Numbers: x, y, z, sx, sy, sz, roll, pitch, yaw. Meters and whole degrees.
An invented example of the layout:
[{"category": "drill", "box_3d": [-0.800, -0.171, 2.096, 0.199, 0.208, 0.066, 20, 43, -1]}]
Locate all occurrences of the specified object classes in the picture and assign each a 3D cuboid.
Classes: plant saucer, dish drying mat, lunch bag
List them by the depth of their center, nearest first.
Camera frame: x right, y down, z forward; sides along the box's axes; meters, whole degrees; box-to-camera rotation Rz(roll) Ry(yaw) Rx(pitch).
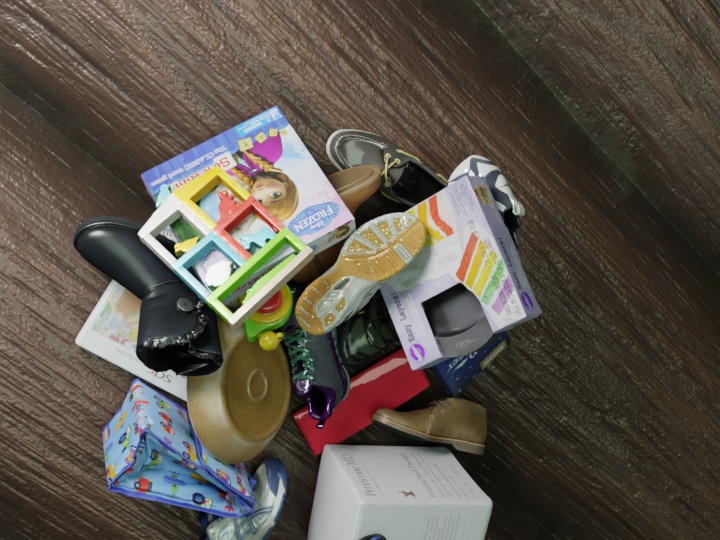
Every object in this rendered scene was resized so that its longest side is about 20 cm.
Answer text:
[{"category": "lunch bag", "box_3d": [-0.222, 0.247, 1.216, 0.200, 0.151, 0.094, 31, 96, -25]}, {"category": "plant saucer", "box_3d": [-0.145, 0.150, 1.222, 0.200, 0.035, 0.201, 11, 77, -57]}, {"category": "dish drying mat", "box_3d": [0.002, 0.186, 1.359, 0.199, 0.018, 0.077, -30, 110, -11]}]

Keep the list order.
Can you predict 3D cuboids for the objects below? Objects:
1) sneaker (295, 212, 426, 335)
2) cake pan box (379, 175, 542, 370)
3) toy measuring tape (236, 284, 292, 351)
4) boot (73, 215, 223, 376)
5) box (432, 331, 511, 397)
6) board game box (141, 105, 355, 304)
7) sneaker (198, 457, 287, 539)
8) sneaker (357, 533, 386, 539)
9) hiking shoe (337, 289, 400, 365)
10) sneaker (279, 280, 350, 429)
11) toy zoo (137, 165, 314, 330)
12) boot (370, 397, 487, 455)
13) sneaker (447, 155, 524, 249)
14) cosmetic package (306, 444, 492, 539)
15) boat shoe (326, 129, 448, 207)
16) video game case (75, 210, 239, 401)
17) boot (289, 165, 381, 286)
[{"category": "sneaker", "box_3d": [0.000, 0.000, 1.194, 0.200, 0.088, 0.076, -40, 83, 7]}, {"category": "cake pan box", "box_3d": [0.111, 0.009, 1.187, 0.052, 0.184, 0.201, -5, 71, -52]}, {"category": "toy measuring tape", "box_3d": [-0.130, 0.007, 1.210, 0.073, 0.074, 0.201, -11, 71, -17]}, {"category": "boot", "box_3d": [-0.253, 0.033, 1.124, 0.200, 0.169, 0.076, 24, 124, -25]}, {"category": "box", "box_3d": [0.152, 0.105, 1.334, 0.121, 0.032, 0.200, -43, 146, -8]}, {"category": "board game box", "box_3d": [-0.140, -0.084, 1.171, 0.199, 0.041, 0.200, -30, 67, -12]}, {"category": "sneaker", "box_3d": [-0.174, 0.345, 1.298, 0.088, 0.075, 0.201, 27, 91, -22]}, {"category": "sneaker", "box_3d": [0.023, 0.408, 1.195, 0.199, 0.081, 0.115, 38, 95, -23]}, {"category": "hiking shoe", "box_3d": [0.050, 0.062, 1.304, 0.200, 0.101, 0.076, -41, 111, -8]}, {"category": "sneaker", "box_3d": [-0.069, 0.112, 1.255, 0.074, 0.088, 0.201, -13, 116, 24]}, {"category": "toy zoo", "box_3d": [-0.170, -0.040, 1.116, 0.200, 0.020, 0.131, 42, 73, 18]}, {"category": "boot", "box_3d": [0.104, 0.216, 1.381, 0.199, 0.074, 0.076, 17, 84, -30]}, {"category": "sneaker", "box_3d": [0.141, -0.037, 1.237, 0.199, 0.130, 0.079, -51, 148, 19]}, {"category": "cosmetic package", "box_3d": [0.050, 0.358, 1.325, 0.199, 0.167, 0.167, 6, 105, -22]}, {"category": "boat shoe", "box_3d": [0.048, -0.134, 1.283, 0.201, 0.061, 0.072, 25, 93, -23]}, {"category": "video game case", "box_3d": [-0.243, 0.052, 1.238, 0.182, 0.023, 0.200, 32, 89, -23]}, {"category": "boot", "box_3d": [-0.030, -0.038, 1.265, 0.199, 0.074, 0.155, -31, 117, 9]}]
